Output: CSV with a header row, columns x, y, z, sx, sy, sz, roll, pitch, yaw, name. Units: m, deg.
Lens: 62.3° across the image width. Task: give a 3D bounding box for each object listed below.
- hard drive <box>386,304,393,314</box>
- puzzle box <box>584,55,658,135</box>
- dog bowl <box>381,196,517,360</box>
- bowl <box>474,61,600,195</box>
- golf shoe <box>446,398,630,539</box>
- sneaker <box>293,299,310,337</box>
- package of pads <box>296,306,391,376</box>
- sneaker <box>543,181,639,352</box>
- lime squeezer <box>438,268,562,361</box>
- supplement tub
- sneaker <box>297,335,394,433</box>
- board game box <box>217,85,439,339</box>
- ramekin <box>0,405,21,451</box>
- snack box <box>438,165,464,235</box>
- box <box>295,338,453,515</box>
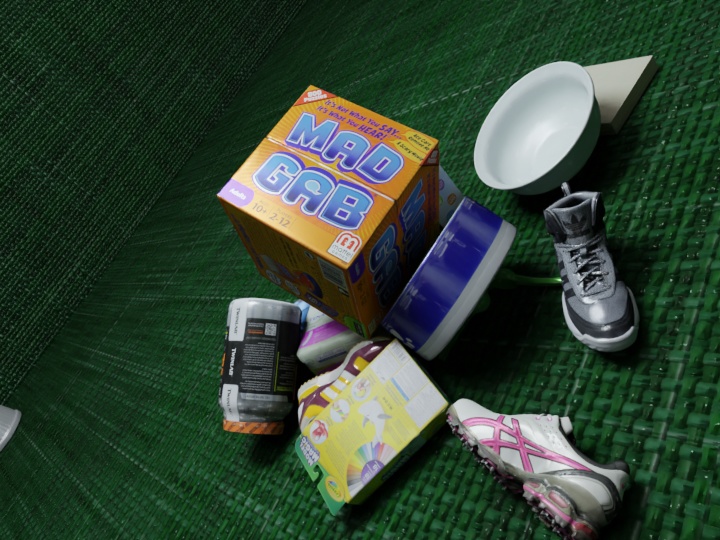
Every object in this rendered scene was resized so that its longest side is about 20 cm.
x,y,z,sx,sy,sz,roll,pitch,yaw,name
0.000,0.000,0.937,0.198,0.026,0.133,6,56,51,hard drive
0.343,-0.266,0.934,0.134,0.025,0.199,-55,30,-11,puzzle box
0.111,0.010,0.761,0.202,0.078,0.200,-56,-5,-7,dog bowl
0.267,-0.186,0.856,0.200,0.090,0.204,-36,40,37,bowl
0.169,0.179,0.593,0.092,0.073,0.199,-46,39,-11,golf shoe
-0.125,0.135,1.048,0.201,0.066,0.078,-49,45,-4,sneaker
-0.017,0.065,0.975,0.153,0.068,0.202,-24,36,33,package of pads
0.247,-0.013,0.657,0.074,0.115,0.202,-17,37,18,sneaker
0.178,0.043,0.788,0.199,0.038,0.072,-35,63,20,lime squeezer
-0.160,0.152,0.950,0.121,0.121,0.204,-9,73,48,supplement tub
-0.009,0.174,0.840,0.199,0.074,0.091,-40,37,27,sneaker
-0.027,-0.073,0.790,0.198,0.201,0.201,28,69,21,board game box
-1.250,0.546,2.006,0.201,0.094,0.204,-33,32,24,ramekin
0.077,-0.126,0.940,0.068,0.200,0.168,-50,31,-11,snack box
0.014,0.200,0.754,0.200,0.048,0.118,-43,54,3,box
